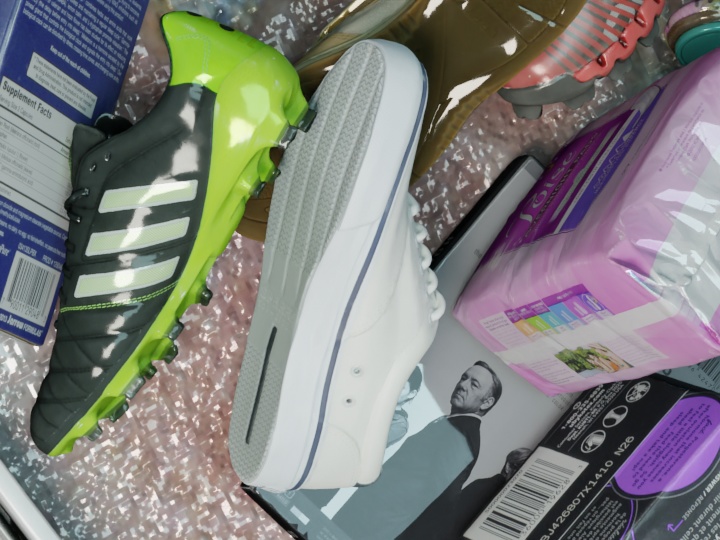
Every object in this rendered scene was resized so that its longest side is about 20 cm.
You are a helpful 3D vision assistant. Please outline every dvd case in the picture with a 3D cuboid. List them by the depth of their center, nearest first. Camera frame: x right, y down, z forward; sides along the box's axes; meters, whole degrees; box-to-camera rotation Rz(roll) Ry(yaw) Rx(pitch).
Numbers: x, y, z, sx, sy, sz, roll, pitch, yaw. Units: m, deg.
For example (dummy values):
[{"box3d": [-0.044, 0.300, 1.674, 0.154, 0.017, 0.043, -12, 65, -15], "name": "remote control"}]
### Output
[{"box3d": [0.063, 0.071, 1.118, 0.150, 0.025, 0.200, 44, 76, -12], "name": "dvd case"}]

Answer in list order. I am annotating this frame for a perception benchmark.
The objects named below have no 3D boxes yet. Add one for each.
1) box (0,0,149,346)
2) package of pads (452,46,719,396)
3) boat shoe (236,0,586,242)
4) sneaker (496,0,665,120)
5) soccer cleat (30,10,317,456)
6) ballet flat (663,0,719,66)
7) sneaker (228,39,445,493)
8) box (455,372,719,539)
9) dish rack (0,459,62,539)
[{"box3d": [-0.134, -0.077, 1.010, 0.032, 0.121, 0.201, 16, 83, 17], "name": "box"}, {"box3d": [0.121, -0.019, 1.023, 0.076, 0.200, 0.121, 39, 74, -7], "name": "package of pads"}, {"box3d": [0.018, -0.087, 1.067, 0.199, 0.066, 0.074, -35, 106, 16], "name": "boat shoe"}, {"box3d": [0.110, -0.164, 1.101, 0.201, 0.071, 0.098, -55, 132, -13], "name": "sneaker"}, {"box3d": [-0.095, -0.015, 1.029, 0.081, 0.068, 0.201, 33, 106, 4], "name": "soccer cleat"}, {"box3d": [0.229, -0.110, 1.160, 0.199, 0.069, 0.072, 14, 66, -21], "name": "ballet flat"}, {"box3d": [0.000, 0.000, 1.039, 0.070, 0.073, 0.201, 6, 113, -28], "name": "sneaker"}, {"box3d": [0.156, 0.155, 1.086, 0.122, 0.106, 0.200, -46, 114, -13], "name": "box"}, {"box3d": [-0.188, 0.171, 1.024, 0.171, 0.044, 0.201, -38, 100, -14], "name": "dish rack"}]
